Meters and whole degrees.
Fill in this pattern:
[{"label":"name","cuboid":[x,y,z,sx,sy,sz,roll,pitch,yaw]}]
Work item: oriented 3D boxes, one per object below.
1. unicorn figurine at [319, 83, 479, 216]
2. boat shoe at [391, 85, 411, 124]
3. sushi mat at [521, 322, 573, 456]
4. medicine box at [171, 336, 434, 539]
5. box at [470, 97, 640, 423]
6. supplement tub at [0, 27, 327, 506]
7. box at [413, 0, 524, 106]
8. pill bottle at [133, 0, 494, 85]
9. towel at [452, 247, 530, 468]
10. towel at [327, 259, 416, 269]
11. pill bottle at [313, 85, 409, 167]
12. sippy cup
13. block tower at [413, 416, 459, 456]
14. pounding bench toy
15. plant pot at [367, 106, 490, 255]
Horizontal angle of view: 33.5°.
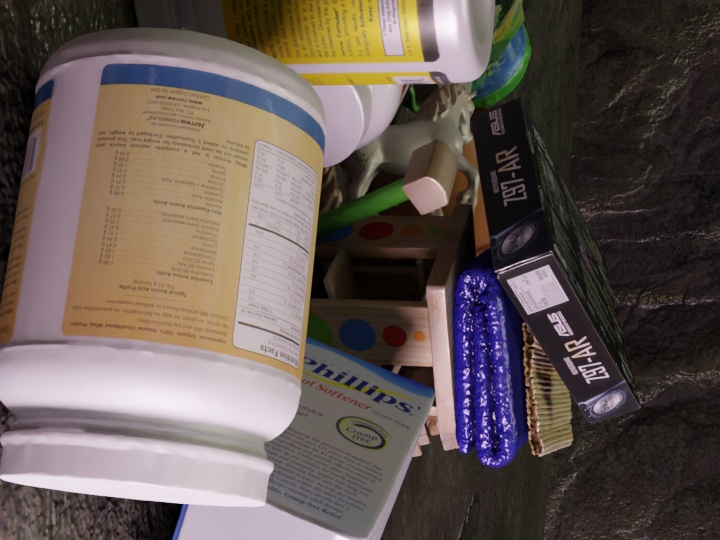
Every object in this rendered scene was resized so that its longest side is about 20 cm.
[{"label":"unicorn figurine","cuboid":[0.048,-0.098,1.042,0.074,0.198,0.139,-34,-117,57]},{"label":"boat shoe","cuboid":[0.016,-0.193,1.094,0.200,0.071,0.072,60,33,-63]},{"label":"sushi mat","cuboid":[0.150,0.094,0.947,0.200,0.012,0.097,19,68,-73]},{"label":"medicine box","cuboid":[-0.045,0.169,0.739,0.200,0.102,0.184,-52,162,-67]},{"label":"box","cuboid":[0.148,-0.005,0.902,0.200,0.043,0.161,52,24,-43]},{"label":"supplement tub","cuboid":[-0.094,0.004,0.570,0.145,0.143,0.202,46,48,-69]},{"label":"box","cuboid":[0.090,-0.242,1.086,0.145,0.036,0.200,-56,155,-15]},{"label":"pill bottle","cuboid":[-0.026,-0.166,0.703,0.112,0.198,0.114,2,90,-75]},{"label":"towel","cuboid":[0.104,0.053,0.911,0.200,0.049,0.149,-28,111,-72]},{"label":"towel","cuboid":[0.036,0.049,1.054,0.201,0.145,0.022,69,36,-52]},{"label":"pill bottle","cuboid":[-0.015,-0.160,0.911,0.200,0.111,0.113,-65,152,-55]},{"label":"sippy cup","cuboid":[0.102,-0.259,1.262,0.130,0.138,0.180,56,36,-61]},{"label":"block tower","cuboid":[0.057,0.125,1.052,0.054,0.198,0.058,70,10,-52]},{"label":"pounding bench toy","cuboid":[0.000,0.000,0.892,0.125,0.154,0.202,-65,153,-56]},{"label":"plant pot","cuboid":[0.091,-0.072,1.195,0.200,0.198,0.141,-59,131,-61]}]
